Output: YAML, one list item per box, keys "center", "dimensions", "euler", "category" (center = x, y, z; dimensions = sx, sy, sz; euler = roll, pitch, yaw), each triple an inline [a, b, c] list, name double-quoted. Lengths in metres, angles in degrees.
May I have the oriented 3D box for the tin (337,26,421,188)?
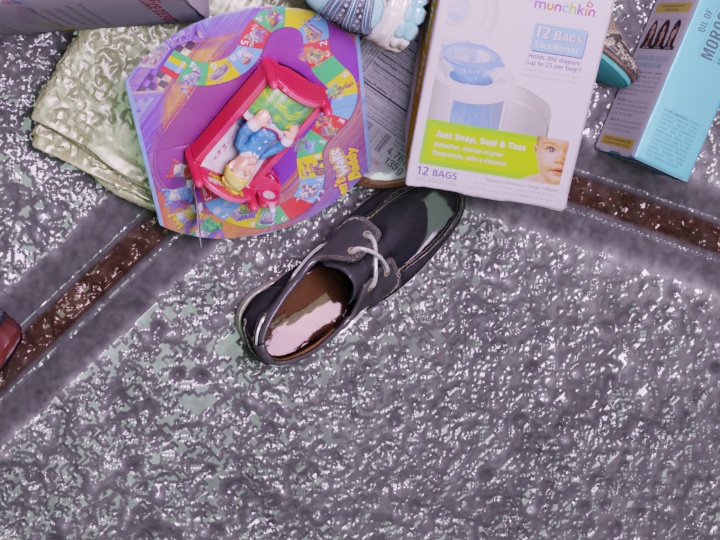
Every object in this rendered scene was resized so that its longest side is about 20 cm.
- center: [0.041, -0.145, 1.047]
  dimensions: [0.112, 0.042, 0.200]
  euler: [31, 114, -18]
  category: "tin"

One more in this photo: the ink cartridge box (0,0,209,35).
- center: [-0.207, -0.202, 0.949]
  dimensions: [0.198, 0.148, 0.086]
  euler: [-5, 91, 3]
  category: "ink cartridge box"

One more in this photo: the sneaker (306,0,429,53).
- center: [-0.018, -0.230, 0.980]
  dimensions: [0.086, 0.201, 0.078]
  euler: [12, 127, -30]
  category: "sneaker"

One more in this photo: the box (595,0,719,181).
- center: [0.244, -0.170, 1.094]
  dimensions: [0.049, 0.082, 0.201]
  euler: [21, 95, -14]
  category: "box"

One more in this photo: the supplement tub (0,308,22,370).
- center: [-0.336, 0.020, 1.004]
  dimensions: [0.200, 0.107, 0.107]
  euler: [40, 90, -13]
  category: "supplement tub"

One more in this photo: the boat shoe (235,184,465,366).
- center: [0.000, 0.000, 1.084]
  dimensions: [0.200, 0.068, 0.072]
  euler: [-37, 102, -5]
  category: "boat shoe"

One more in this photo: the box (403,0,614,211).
- center: [0.097, -0.157, 0.962]
  dimensions: [0.112, 0.102, 0.201]
  euler: [9, 116, -3]
  category: "box"

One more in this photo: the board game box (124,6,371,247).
- center: [-0.067, -0.083, 0.996]
  dimensions: [0.157, 0.039, 0.201]
  euler: [-14, 138, -8]
  category: "board game box"

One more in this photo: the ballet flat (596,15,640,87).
- center: [0.121, -0.199, 1.078]
  dimensions: [0.199, 0.068, 0.076]
  euler: [18, 84, -10]
  category: "ballet flat"

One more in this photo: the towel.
- center: [-0.131, -0.145, 1.051]
  dimensions: [0.148, 0.036, 0.201]
  euler: [29, 94, -13]
  category: "towel"
